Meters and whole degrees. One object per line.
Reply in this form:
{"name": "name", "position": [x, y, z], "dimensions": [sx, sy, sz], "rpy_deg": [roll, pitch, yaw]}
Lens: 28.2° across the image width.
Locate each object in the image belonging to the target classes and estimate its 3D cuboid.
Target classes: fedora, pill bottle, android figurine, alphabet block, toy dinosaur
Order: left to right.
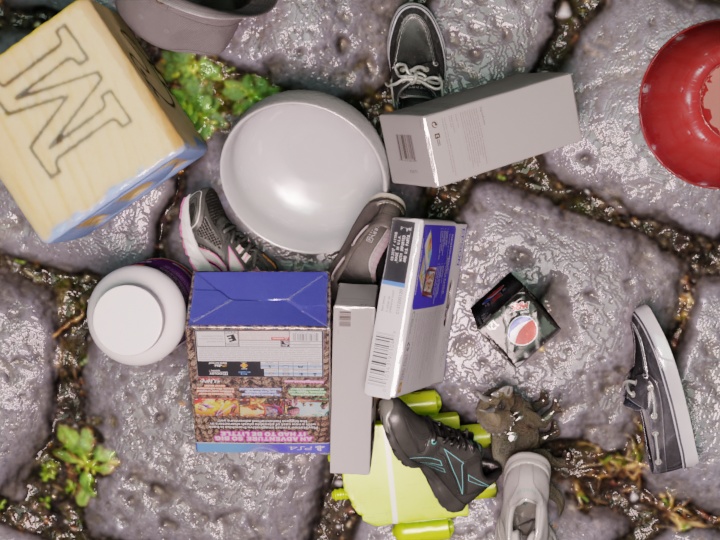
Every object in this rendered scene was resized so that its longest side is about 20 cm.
{"name": "alphabet block", "position": [-0.316, -0.167, 1.635], "dimensions": [0.196, 0.195, 0.201], "rpy_deg": [-34, 93, 3]}
{"name": "pill bottle", "position": [-0.246, 0.046, 1.640], "dimensions": [0.112, 0.200, 0.113], "rpy_deg": [0, 94, 2]}
{"name": "fedora", "position": [-0.203, -0.310, 1.653], "dimensions": [0.199, 0.177, 0.091], "rpy_deg": [22, 124, -7]}
{"name": "android figurine", "position": [0.061, 0.237, 1.717], "dimensions": [0.199, 0.041, 0.183], "rpy_deg": [-8, 94, 1]}
{"name": "toy dinosaur", "position": [0.190, 0.202, 1.691], "dimensions": [0.102, 0.077, 0.201], "rpy_deg": [-19, 115, -9]}

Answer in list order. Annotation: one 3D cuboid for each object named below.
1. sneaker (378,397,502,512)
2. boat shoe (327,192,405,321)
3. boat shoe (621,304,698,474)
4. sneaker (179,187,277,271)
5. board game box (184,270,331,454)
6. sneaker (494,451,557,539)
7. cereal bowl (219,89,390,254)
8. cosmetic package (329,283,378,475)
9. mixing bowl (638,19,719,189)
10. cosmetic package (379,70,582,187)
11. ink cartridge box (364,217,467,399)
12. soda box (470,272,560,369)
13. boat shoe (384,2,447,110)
{"name": "sneaker", "position": [0.089, 0.196, 1.626], "dimensions": [0.079, 0.076, 0.200], "rpy_deg": [-28, 132, 15]}
{"name": "boat shoe", "position": [0.000, 0.000, 1.651], "dimensions": [0.067, 0.057, 0.201], "rpy_deg": [18, 128, -6]}
{"name": "boat shoe", "position": [0.340, 0.142, 1.687], "dimensions": [0.067, 0.072, 0.201], "rpy_deg": [-16, 100, 2]}
{"name": "sneaker", "position": [-0.140, -0.008, 1.686], "dimensions": [0.086, 0.080, 0.201], "rpy_deg": [-15, 105, 23]}
{"name": "board game box", "position": [-0.112, 0.107, 1.638], "dimensions": [0.158, 0.097, 0.201], "rpy_deg": [1, 130, -1]}
{"name": "sneaker", "position": [0.189, 0.311, 1.663], "dimensions": [0.075, 0.089, 0.201], "rpy_deg": [-2, 124, 9]}
{"name": "cereal bowl", "position": [-0.059, -0.123, 1.662], "dimensions": [0.199, 0.083, 0.201], "rpy_deg": [5, 124, 8]}
{"name": "cosmetic package", "position": [-0.006, 0.123, 1.627], "dimensions": [0.050, 0.083, 0.201], "rpy_deg": [2, 108, 1]}
{"name": "mixing bowl", "position": [0.424, -0.193, 1.639], "dimensions": [0.199, 0.108, 0.201], "rpy_deg": [0, 93, 3]}
{"name": "cosmetic package", "position": [0.136, -0.161, 1.612], "dimensions": [0.199, 0.107, 0.085], "rpy_deg": [-17, 103, -23]}
{"name": "ink cartridge box", "position": [0.066, 0.039, 1.634], "dimensions": [0.043, 0.200, 0.199], "rpy_deg": [10, 93, 19]}
{"name": "soda box", "position": [0.172, 0.054, 1.620], "dimensions": [0.071, 0.200, 0.063], "rpy_deg": [-42, 93, 5]}
{"name": "boat shoe", "position": [0.064, -0.214, 1.674], "dimensions": [0.073, 0.068, 0.201], "rpy_deg": [3, 94, 2]}
